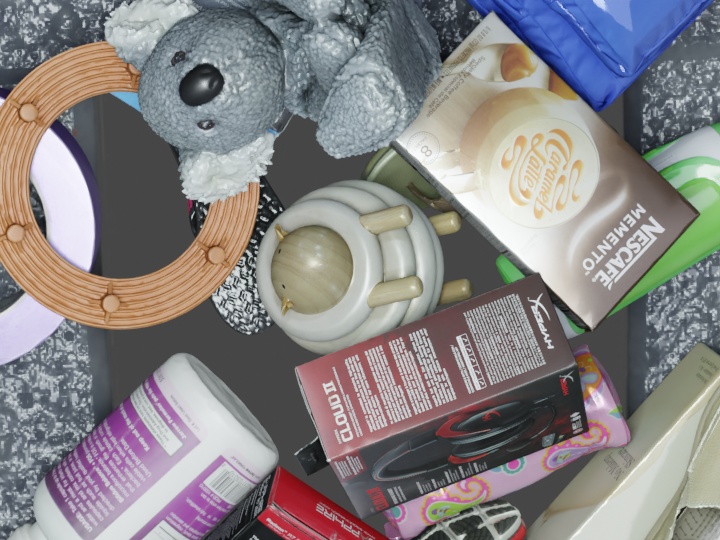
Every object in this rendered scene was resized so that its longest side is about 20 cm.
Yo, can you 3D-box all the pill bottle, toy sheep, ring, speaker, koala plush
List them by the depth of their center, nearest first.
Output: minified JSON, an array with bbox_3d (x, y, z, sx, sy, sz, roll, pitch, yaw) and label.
[{"bbox_3d":[-0.065,-0.142,1.447,0.199,0.184,0.178,-29,96,22],"label":"koala plush"},{"bbox_3d":[-0.165,-0.059,1.504,0.199,0.019,0.202,-1,93,-16],"label":"ring"},{"bbox_3d":[0.000,0.000,1.511,0.137,0.200,0.139,-3,83,25],"label":"toy sheep"},{"bbox_3d":[-0.164,0.164,1.565,0.200,0.112,0.112,-43,98,2],"label":"pill bottle"},{"bbox_3d":[0.201,-0.028,1.578,0.199,0.088,0.089,-31,98,1],"label":"speaker"}]

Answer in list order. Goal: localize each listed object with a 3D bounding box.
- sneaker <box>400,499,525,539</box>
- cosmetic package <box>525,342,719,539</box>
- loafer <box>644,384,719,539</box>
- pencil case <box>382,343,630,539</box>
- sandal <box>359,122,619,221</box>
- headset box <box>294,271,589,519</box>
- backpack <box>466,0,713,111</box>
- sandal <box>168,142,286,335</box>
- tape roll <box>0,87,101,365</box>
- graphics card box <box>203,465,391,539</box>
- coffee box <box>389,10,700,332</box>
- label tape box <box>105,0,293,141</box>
[{"bbox_3d":[0.050,0.251,1.622,0.200,0.077,0.085,-42,118,4],"label":"sneaker"},{"bbox_3d":[0.218,0.156,1.595,0.073,0.104,0.200,43,92,-7],"label":"cosmetic package"},{"bbox_3d":[0.260,0.154,1.511,0.075,0.068,0.201,24,95,-8],"label":"loafer"},{"bbox_3d":[0.097,0.128,1.593,0.199,0.087,0.088,-24,98,0],"label":"pencil case"},{"bbox_3d":[0.096,-0.070,1.564,0.200,0.058,0.080,-7,137,-4],"label":"sandal"},{"bbox_3d":[0.050,0.093,1.487,0.199,0.149,0.075,-21,66,0],"label":"headset box"},{"bbox_3d":[0.151,-0.235,1.508,0.162,0.168,0.200,-44,96,-6],"label":"backpack"},{"bbox_3d":[-0.096,-0.051,1.581,0.075,0.045,0.201,-17,84,-8],"label":"sandal"},{"bbox_3d":[-0.286,-0.032,1.545,0.198,0.085,0.202,0,97,-4],"label":"tape roll"},{"bbox_3d":[-0.069,0.241,1.562,0.125,0.051,0.200,34,123,-15],"label":"graphics card box"},{"bbox_3d":[0.123,-0.067,1.496,0.200,0.080,0.114,43,89,1],"label":"coffee box"},{"bbox_3d":[-0.085,-0.190,1.542,0.143,0.066,0.201,31,107,-9],"label":"label tape box"}]
